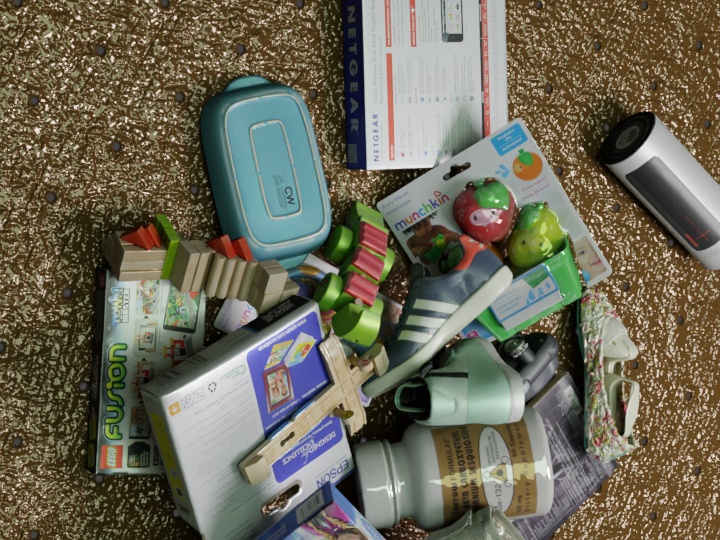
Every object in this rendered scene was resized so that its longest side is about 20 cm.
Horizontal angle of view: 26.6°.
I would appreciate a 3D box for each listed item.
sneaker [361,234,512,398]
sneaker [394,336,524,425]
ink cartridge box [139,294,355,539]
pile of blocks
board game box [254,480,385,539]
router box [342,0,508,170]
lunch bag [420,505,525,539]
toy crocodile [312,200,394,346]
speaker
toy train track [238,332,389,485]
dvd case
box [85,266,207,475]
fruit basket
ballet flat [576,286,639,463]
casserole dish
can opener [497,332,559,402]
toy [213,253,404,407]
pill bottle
[{"bbox_3d":[0.062,0.045,1.585,0.200,0.075,0.085,-43,84,2],"label":"sneaker"},{"bbox_3d":[0.085,0.112,1.584,0.116,0.200,0.075,0,97,-13],"label":"sneaker"},{"bbox_3d":[-0.104,0.156,1.483,0.197,0.047,0.202,-31,124,-34],"label":"ink cartridge box"},{"bbox_3d":[-0.152,-0.019,1.490,0.197,0.082,0.063,14,121,-12],"label":"pile of blocks"},{"bbox_3d":[-0.041,0.336,1.469,0.199,0.043,0.199,-39,112,9],"label":"board game box"},{"bbox_3d":[0.071,-0.211,1.626,0.177,0.049,0.203,-4,95,-27],"label":"router box"},{"bbox_3d":[0.115,0.349,1.564,0.163,0.118,0.201,-31,105,13],"label":"lunch bag"},{"bbox_3d":[0.000,0.000,1.550,0.067,0.062,0.201,29,40,-16],"label":"toy crocodile"},{"bbox_3d":[0.372,-0.091,1.773,0.200,0.081,0.082,42,75,-24],"label":"speaker"},{"bbox_3d":[-0.037,0.142,1.491,0.199,0.032,0.116,-39,127,-29],"label":"toy train track"},{"bbox_3d":[0.197,0.235,1.734,0.200,0.016,0.150,-41,117,-20],"label":"dvd case"},{"bbox_3d":[-0.212,0.099,1.512,0.109,0.035,0.203,3,92,-27],"label":"box"},{"bbox_3d":[0.143,-0.032,1.623,0.184,0.094,0.201,-29,110,15],"label":"fruit basket"},{"bbox_3d":[0.289,0.117,1.739,0.075,0.063,0.203,1,85,-53],"label":"ballet flat"},{"bbox_3d":[-0.091,-0.100,1.543,0.120,0.039,0.203,-13,92,-21],"label":"casserole dish"},{"bbox_3d":[0.149,0.144,1.684,0.200,0.063,0.079,-43,111,-18],"label":"can opener"},{"bbox_3d":[-0.041,0.051,1.589,0.199,0.047,0.116,30,78,-26],"label":"toy"},{"bbox_3d":[0.095,0.212,1.590,0.197,0.114,0.116,-8,98,-5],"label":"pill bottle"}]
